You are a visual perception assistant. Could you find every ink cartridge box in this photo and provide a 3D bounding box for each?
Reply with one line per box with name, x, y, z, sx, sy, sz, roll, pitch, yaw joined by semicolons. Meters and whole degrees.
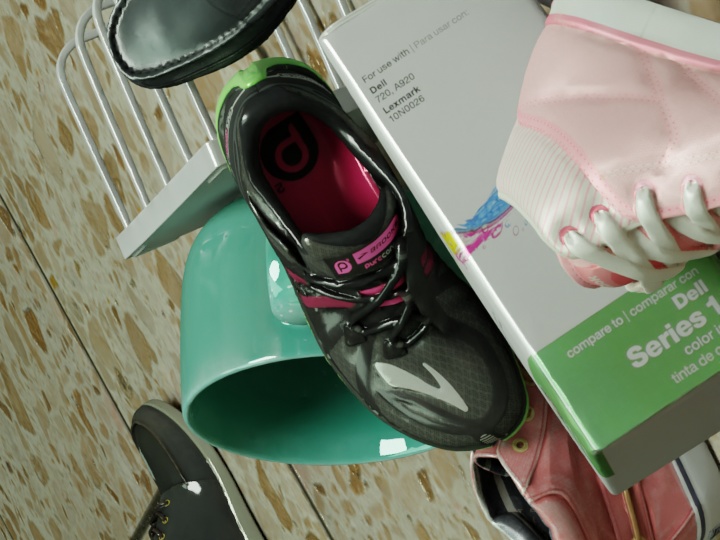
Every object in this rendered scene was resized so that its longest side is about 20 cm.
ink cartridge box;0.078;-0.020;0.945;0.200;0.084;0.145;57;-178;15

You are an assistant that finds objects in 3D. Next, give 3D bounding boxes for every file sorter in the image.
file sorter;-0.061;-0.106;1.166;0.125;0.139;0.200;65;159;4

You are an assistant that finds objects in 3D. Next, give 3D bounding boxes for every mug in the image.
mug;-0.008;0.013;1.161;0.185;0.152;0.115;138;137;-54

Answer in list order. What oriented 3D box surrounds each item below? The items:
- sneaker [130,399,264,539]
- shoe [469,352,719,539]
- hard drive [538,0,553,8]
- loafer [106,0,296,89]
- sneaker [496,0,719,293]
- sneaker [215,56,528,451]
sneaker;-0.142;0.194;1.729;0.200;0.106;0.075;56;157;20
shoe;0.083;0.051;1.066;0.200;0.091;0.071;62;159;6
hard drive;0.048;-0.211;0.945;0.132;0.027;0.200;34;145;52
loafer;-0.046;-0.144;0.984;0.200;0.070;0.068;-37;80;33
sneaker;0.129;-0.029;0.804;0.200;0.105;0.075;22;174;41
sneaker;0.000;0.000;1.009;0.200;0.077;0.084;53;-176;-7
